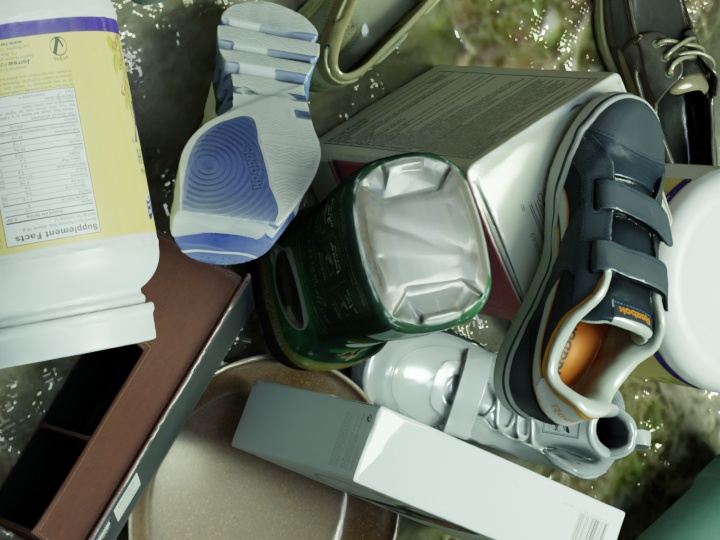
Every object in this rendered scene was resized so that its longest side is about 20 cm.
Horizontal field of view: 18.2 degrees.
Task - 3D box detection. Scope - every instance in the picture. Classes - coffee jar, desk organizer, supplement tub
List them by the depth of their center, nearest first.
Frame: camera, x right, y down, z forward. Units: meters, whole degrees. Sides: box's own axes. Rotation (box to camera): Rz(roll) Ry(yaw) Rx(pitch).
[{"bbox_3d":[-0.193,-0.050,1.259,0.145,0.145,0.201,-11,90,-30],"label":"supplement tub"},{"bbox_3d":[0.000,0.000,1.351,0.085,0.200,0.105,-12,85,-24],"label":"coffee jar"},{"bbox_3d":[-0.147,0.078,1.351,0.077,0.072,0.200,29,76,7],"label":"desk organizer"},{"bbox_3d":[0.194,0.000,1.494,0.145,0.200,0.146,-3,96,-31],"label":"supplement tub"}]

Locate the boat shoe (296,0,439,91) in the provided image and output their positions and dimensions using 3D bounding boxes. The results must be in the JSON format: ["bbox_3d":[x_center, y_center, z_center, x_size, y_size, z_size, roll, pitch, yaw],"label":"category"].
[{"bbox_3d":[0.029,-0.195,1.455,0.201,0.063,0.073,-48,116,-19],"label":"boat shoe"}]

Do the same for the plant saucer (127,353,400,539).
[{"bbox_3d":[-0.066,0.152,1.444,0.200,0.037,0.201,-4,97,-32],"label":"plant saucer"}]

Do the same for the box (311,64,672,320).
[{"bbox_3d":[0.076,-0.052,1.416,0.128,0.200,0.109,-33,111,-24],"label":"box"}]

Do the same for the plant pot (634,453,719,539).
[{"bbox_3d":[0.254,0.242,1.568,0.196,0.200,0.201,-35,111,-17],"label":"plant pot"}]

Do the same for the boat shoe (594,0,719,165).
[{"bbox_3d":[0.219,-0.137,1.571,0.074,0.073,0.201,-18,104,-29],"label":"boat shoe"}]

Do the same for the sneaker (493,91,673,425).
[{"bbox_3d":[0.145,-0.004,1.302,0.078,0.079,0.201,19,87,-32],"label":"sneaker"}]

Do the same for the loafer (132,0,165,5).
[{"bbox_3d":[-0.145,-0.244,1.279,0.072,0.200,0.063,-29,152,8],"label":"loafer"}]

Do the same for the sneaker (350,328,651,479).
[{"bbox_3d":[0.097,0.086,1.492,0.199,0.115,0.075,19,84,-31],"label":"sneaker"}]

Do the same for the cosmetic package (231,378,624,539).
[{"bbox_3d":[0.041,0.130,1.399,0.200,0.151,0.052,25,83,-30],"label":"cosmetic package"}]

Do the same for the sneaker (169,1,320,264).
[{"bbox_3d":[-0.068,-0.059,1.363,0.080,0.200,0.115,11,133,-3],"label":"sneaker"}]
